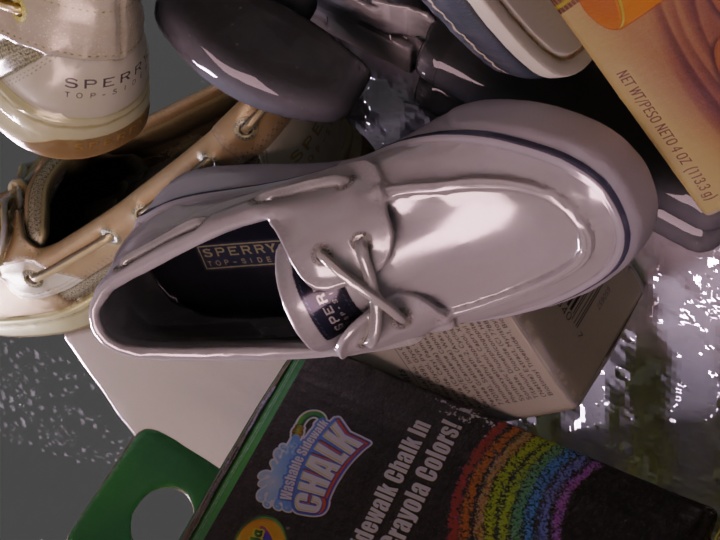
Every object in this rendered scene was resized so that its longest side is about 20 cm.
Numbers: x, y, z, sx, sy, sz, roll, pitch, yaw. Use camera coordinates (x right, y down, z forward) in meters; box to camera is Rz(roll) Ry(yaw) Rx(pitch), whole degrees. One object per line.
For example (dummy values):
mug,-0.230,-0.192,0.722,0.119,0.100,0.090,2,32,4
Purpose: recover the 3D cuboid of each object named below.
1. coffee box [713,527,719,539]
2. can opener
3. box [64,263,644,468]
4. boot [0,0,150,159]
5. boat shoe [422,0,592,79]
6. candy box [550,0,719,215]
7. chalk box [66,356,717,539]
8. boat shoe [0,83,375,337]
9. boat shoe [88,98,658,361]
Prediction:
coffee box,0.188,0.179,0.916,0.197,0.200,0.200,24,138,12
can opener,0.031,-0.057,0.901,0.199,0.067,0.053,25,169,7
box,-0.005,0.016,0.989,0.199,0.068,0.082,-12,121,41
boot,-0.127,-0.151,0.880,0.200,0.072,0.155,46,144,25
boat shoe,0.000,-0.137,0.836,0.062,0.075,0.200,-24,112,43
candy box,0.097,-0.122,0.793,0.115,0.055,0.200,-23,113,36
chalk box,0.000,0.120,0.944,0.199,0.125,0.124,22,140,12
boat shoe,-0.086,-0.028,0.989,0.200,0.073,0.063,-11,133,41
boat shoe,0.000,0.000,0.872,0.199,0.065,0.074,-13,116,39
